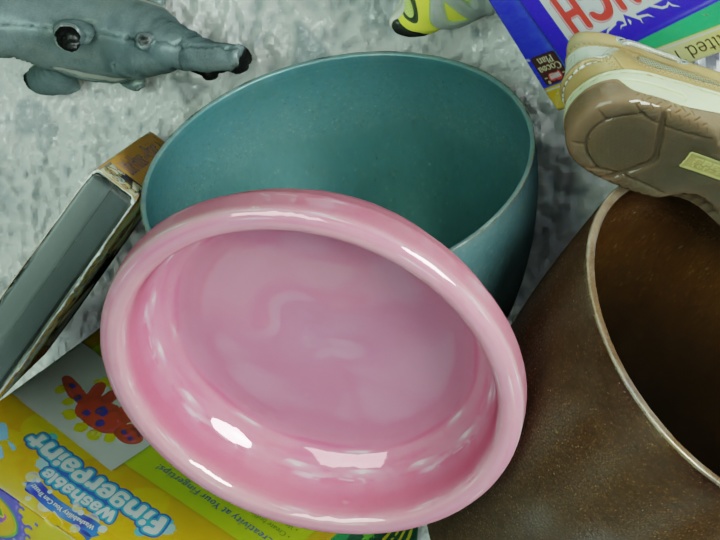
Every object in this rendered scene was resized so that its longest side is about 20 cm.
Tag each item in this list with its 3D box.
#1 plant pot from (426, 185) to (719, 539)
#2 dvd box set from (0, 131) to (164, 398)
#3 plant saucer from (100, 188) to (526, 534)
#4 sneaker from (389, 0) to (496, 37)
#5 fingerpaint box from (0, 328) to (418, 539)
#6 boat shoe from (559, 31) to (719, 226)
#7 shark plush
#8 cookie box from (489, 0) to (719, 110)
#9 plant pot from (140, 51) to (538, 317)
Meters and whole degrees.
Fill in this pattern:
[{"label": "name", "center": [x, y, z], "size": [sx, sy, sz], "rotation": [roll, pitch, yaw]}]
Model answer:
[{"label": "plant pot", "center": [0.125, 0.084, 1.316], "size": [0.200, 0.187, 0.187], "rotation": [-44, 69, 41]}, {"label": "dvd box set", "center": [-0.157, -0.001, 1.453], "size": [0.029, 0.200, 0.146], "rotation": [36, 98, -2]}, {"label": "plant saucer", "center": [-0.019, 0.036, 1.256], "size": [0.200, 0.051, 0.201], "rotation": [9, 133, 10]}, {"label": "sneaker", "center": [0.003, -0.201, 1.373], "size": [0.076, 0.075, 0.200], "rotation": [-30, 109, 16]}, {"label": "fingerpaint box", "center": [-0.095, 0.121, 1.444], "size": [0.200, 0.167, 0.074], "rotation": [30, 138, 27]}, {"label": "boat shoe", "center": [0.180, -0.062, 1.273], "size": [0.072, 0.200, 0.076], "rotation": [-44, 34, 33]}, {"label": "shark plush", "center": [-0.149, -0.122, 1.520], "size": [0.200, 0.083, 0.091], "rotation": [27, 106, 29]}, {"label": "cookie box", "center": [0.118, -0.194, 1.285], "size": [0.171, 0.075, 0.200], "rotation": [-19, 111, 44]}, {"label": "plant pot", "center": [0.000, 0.000, 1.387], "size": [0.200, 0.200, 0.135], "rotation": [14, 134, 31]}]
